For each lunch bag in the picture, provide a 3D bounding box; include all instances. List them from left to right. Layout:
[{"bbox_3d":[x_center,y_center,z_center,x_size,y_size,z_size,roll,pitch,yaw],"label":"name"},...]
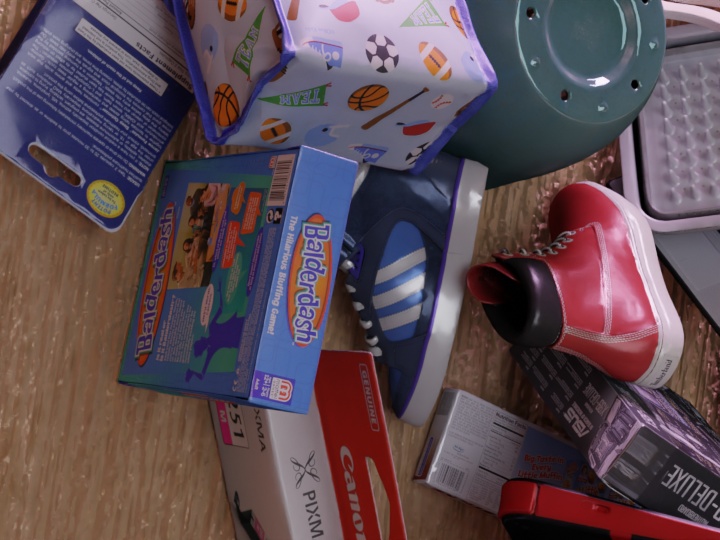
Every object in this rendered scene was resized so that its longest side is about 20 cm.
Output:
[{"bbox_3d":[-0.030,-0.172,1.251,0.169,0.124,0.202,6,55,-38],"label":"lunch bag"}]

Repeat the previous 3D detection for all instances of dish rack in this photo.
[{"bbox_3d":[0.290,-0.106,1.439,0.198,0.044,0.173,-7,64,12],"label":"dish rack"}]

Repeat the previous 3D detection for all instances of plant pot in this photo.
[{"bbox_3d":[0.115,-0.158,1.349,0.199,0.161,0.203,0,90,-30],"label":"plant pot"}]

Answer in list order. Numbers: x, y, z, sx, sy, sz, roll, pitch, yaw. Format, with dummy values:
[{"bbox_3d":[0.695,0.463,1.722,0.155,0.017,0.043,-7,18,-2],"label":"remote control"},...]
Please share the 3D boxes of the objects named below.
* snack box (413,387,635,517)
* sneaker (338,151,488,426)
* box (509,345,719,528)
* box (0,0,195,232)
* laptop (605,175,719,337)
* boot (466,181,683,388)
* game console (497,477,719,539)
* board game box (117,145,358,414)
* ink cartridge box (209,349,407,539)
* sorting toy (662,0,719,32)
[{"bbox_3d":[0.133,0.156,1.436,0.199,0.024,0.073,26,77,-27],"label":"snack box"},{"bbox_3d":[0.000,0.000,1.345,0.145,0.081,0.202,13,113,2],"label":"sneaker"},{"bbox_3d":[0.203,0.118,1.376,0.157,0.200,0.050,33,101,-26],"label":"box"},{"bbox_3d":[-0.160,-0.138,1.266,0.121,0.032,0.201,37,70,-24],"label":"box"},{"bbox_3d":[0.322,-0.058,1.439,0.199,0.116,0.188,-19,58,-27],"label":"laptop"},{"bbox_3d":[0.131,-0.009,1.356,0.143,0.201,0.073,16,121,-21],"label":"boot"},{"bbox_3d":[0.192,0.201,1.349,0.200,0.175,0.031,59,44,-58],"label":"game console"},{"bbox_3d":[-0.080,0.005,1.217,0.045,0.199,0.154,15,84,-29],"label":"board game box"},{"bbox_3d":[-0.032,0.149,1.258,0.043,0.173,0.202,-14,97,-27],"label":"ink cartridge box"},{"bbox_3d":[0.292,-0.234,1.442,0.180,0.199,0.108,-37,129,-28],"label":"sorting toy"}]
